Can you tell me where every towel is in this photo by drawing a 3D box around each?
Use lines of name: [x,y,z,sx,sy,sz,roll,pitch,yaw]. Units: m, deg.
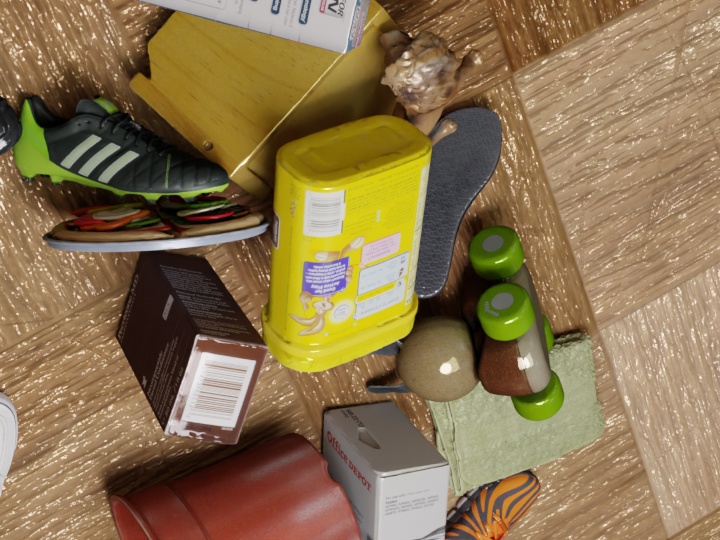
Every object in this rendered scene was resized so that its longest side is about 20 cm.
towel: [0.173,0.155,1.644,0.200,0.036,0.149,-20,119,-13]

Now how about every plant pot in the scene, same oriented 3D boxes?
plant pot: [-0.116,0.270,1.488,0.195,0.201,0.201,-26,121,-21]

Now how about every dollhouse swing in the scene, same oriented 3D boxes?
dollhouse swing: [-0.069,-0.179,1.385,0.182,0.176,0.200,42,93,9]

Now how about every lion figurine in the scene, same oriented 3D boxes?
lion figurine: [0.048,-0.141,1.360,0.123,0.072,0.200,-48,159,-44]

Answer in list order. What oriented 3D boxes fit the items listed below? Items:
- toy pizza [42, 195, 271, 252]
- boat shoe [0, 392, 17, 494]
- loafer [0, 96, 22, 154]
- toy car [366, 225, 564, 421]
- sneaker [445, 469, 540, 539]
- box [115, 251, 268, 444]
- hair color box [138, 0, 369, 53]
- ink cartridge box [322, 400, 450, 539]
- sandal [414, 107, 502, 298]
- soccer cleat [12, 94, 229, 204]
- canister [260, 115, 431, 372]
toy pizza: [-0.178,-0.045,1.306,0.200,0.200,0.032,-7,99,-21]
boat shoe: [-0.369,0.212,1.412,0.073,0.065,0.200,11,108,-27]
loafer: [-0.384,-0.088,1.274,0.200,0.068,0.070,-35,102,-2]
toy car: [0.090,0.074,1.533,0.200,0.158,0.164,-15,134,11]
sneaker: [0.135,0.310,1.652,0.200,0.112,0.078,-40,123,-3]
box: [-0.157,0.065,1.359,0.075,0.200,0.100,12,107,-25]
hair color box: [-0.090,-0.257,1.263,0.200,0.061,0.100,16,108,9]
ink cartridge box: [0.021,0.257,1.559,0.084,0.144,0.200,-9,116,-22]
sandal: [0.080,-0.070,1.483,0.076,0.043,0.200,23,89,6]
soccer cleat: [-0.209,-0.106,1.291,0.200,0.068,0.081,10,105,13]
canister: [-0.012,-0.025,1.316,0.148,0.087,0.200,-21,135,-30]
